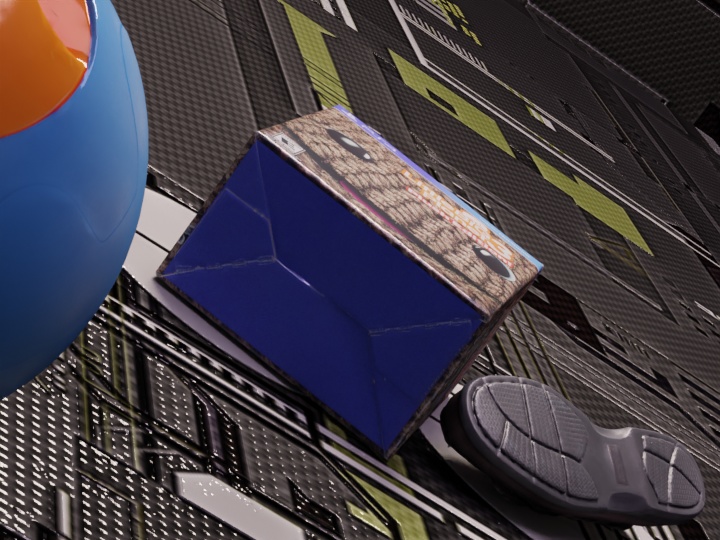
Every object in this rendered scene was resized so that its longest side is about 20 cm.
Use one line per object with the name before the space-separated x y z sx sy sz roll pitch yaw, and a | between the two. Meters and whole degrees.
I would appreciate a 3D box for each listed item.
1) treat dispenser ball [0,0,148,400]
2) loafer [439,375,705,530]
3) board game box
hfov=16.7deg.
treat dispenser ball | -0.173 -0.043 0.839 0.200 0.201 0.201 34 13 -9
loafer | 0.112 0.114 1.381 0.199 0.063 0.072 20 51 -39
board game box | 0.000 0.000 1.359 0.159 0.097 0.200 38 14 4
